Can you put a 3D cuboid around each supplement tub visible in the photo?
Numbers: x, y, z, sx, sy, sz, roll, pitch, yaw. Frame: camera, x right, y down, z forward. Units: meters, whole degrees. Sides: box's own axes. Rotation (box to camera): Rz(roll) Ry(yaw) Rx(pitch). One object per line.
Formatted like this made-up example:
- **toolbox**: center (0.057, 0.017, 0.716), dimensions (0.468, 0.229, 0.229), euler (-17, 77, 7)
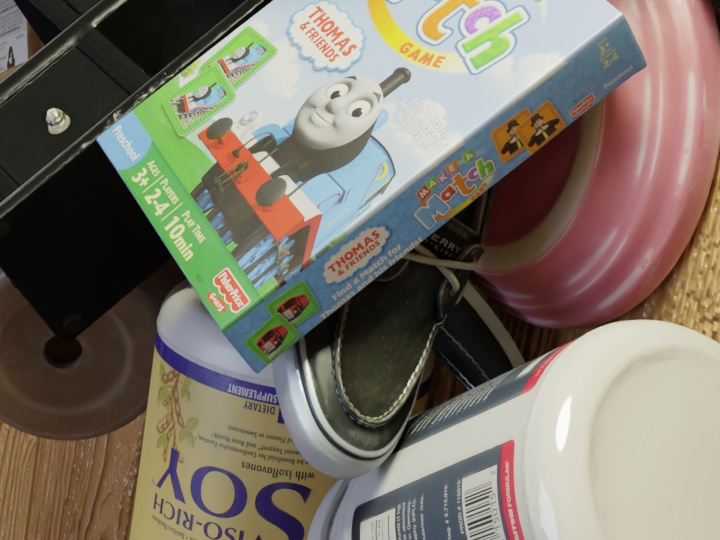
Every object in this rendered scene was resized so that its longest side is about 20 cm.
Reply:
- **supplement tub**: center (0.076, 0.113, 0.750), dimensions (0.200, 0.139, 0.142), euler (-32, 64, 53)
- **supplement tub**: center (-0.045, 0.113, 0.937), dimensions (0.145, 0.144, 0.202), euler (29, 114, 54)

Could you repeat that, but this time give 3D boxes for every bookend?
- **bookend**: center (-0.138, -0.102, 0.921), dimensions (0.200, 0.198, 0.092), euler (42, 168, 41)

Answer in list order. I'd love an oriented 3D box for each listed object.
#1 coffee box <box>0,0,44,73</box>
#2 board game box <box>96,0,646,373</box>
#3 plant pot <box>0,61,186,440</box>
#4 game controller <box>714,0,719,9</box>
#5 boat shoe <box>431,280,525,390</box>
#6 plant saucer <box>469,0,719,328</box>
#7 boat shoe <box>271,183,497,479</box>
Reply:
- **coffee box**: center (-0.180, -0.181, 1.177), dimensions (0.079, 0.113, 0.202), euler (-7, 83, 57)
- **board game box**: center (-0.001, -0.070, 0.761), dimensions (0.199, 0.037, 0.151), euler (-38, 44, -2)
- **plant pot**: center (-0.158, 0.001, 1.020), dimensions (0.175, 0.198, 0.202), euler (-99, 24, -62)
- **game controller**: center (0.165, -0.150, 0.712), dimensions (0.105, 0.042, 0.201), euler (112, 144, -54)
- **boat shoe**: center (0.000, 0.000, 0.855), dimensions (0.200, 0.068, 0.072), euler (45, 170, -8)
- **plant saucer**: center (0.080, -0.074, 0.826), dimensions (0.200, 0.050, 0.203), euler (-1, 88, 57)
- **boat shoe**: center (0.015, -0.011, 0.767), dimensions (0.071, 0.072, 0.202), euler (-27, 43, 48)
